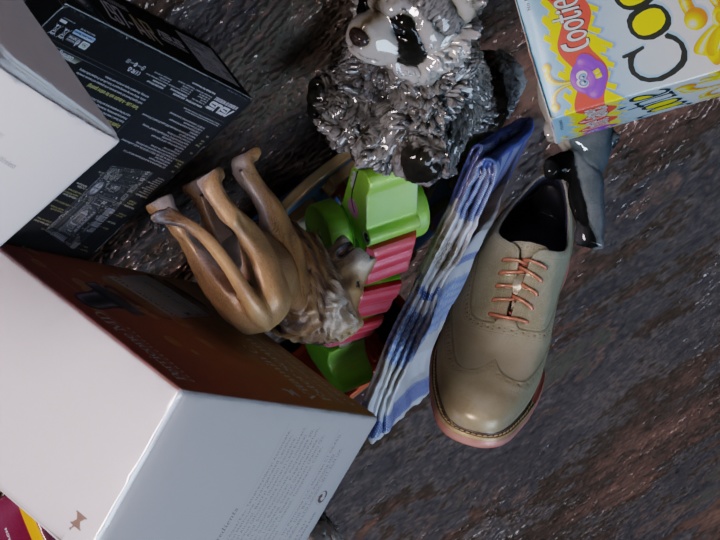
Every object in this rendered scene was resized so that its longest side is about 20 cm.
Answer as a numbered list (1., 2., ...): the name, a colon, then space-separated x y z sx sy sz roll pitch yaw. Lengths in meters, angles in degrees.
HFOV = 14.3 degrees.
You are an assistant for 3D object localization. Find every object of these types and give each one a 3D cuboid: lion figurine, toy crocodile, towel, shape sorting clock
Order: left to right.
1. lion figurine: -0.057 0.000 1.577 0.072 0.123 0.200 -27 -177 19
2. toy crocodile: 0.000 0.000 1.711 0.067 0.062 0.200 -16 150 -27
3. shape sorting clock: 0.006 -0.033 1.776 0.200 0.039 0.200 -30 154 -16
4. towel: 0.056 0.004 1.783 0.200 0.024 0.147 -67 171 15

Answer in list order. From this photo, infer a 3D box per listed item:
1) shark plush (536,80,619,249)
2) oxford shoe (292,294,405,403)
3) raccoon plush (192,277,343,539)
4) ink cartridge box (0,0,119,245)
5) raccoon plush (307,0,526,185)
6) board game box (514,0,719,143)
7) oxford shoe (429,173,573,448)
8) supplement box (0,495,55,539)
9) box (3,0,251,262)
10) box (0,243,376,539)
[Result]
1. shark plush: 0.143 -0.114 1.633 0.083 0.200 0.091 6 148 12
2. oxford shoe: -0.043 0.093 1.897 0.200 0.071 0.073 -35 161 -5
3. raccoon plush: -0.063 0.080 1.698 0.097 0.200 0.134 -32 121 -22
4. ink cartridge box: -0.242 -0.064 1.262 0.200 0.147 0.145 -41 156 8
5. raccoon plush: 0.045 -0.140 1.608 0.200 0.097 0.134 -46 162 -59
6. board game box: 0.187 -0.150 1.560 0.200 0.103 0.105 -16 174 4
7. oxford shoe: 0.086 0.020 1.727 0.074 0.071 0.200 101 4 -46
8. supplement box: -0.185 0.172 1.735 0.110 0.086 0.200 -20 176 -34
9. box: -0.166 -0.071 1.474 0.160 0.044 0.200 -43 155 13
10. box: -0.116 0.077 1.540 0.106 0.152 0.200 -59 151 10
